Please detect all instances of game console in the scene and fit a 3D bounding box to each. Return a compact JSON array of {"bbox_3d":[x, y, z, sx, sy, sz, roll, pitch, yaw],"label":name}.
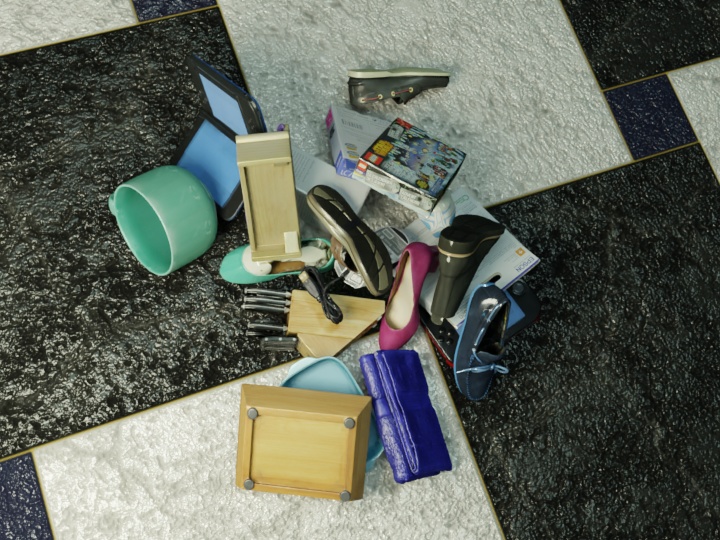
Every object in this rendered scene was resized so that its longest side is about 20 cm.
[{"bbox_3d":[-0.235,-0.210,1.477,0.118,0.172,0.199,-37,51,-19],"label":"game console"},{"bbox_3d":[0.188,0.051,1.577,0.198,0.031,0.178,-31,80,-19],"label":"game console"}]

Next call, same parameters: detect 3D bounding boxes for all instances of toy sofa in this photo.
[{"bbox_3d":[-0.138,-0.119,1.430,0.081,0.202,0.098,-6,43,-3],"label":"toy sofa"}]

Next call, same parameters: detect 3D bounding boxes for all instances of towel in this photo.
[{"bbox_3d":[0.077,0.219,1.452,0.147,0.049,0.203,3,66,-53],"label":"towel"}]

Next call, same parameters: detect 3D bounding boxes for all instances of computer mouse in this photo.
[{"bbox_3d":[0.000,0.000,1.503,0.199,0.044,0.110,-32,61,-25],"label":"computer mouse"}]

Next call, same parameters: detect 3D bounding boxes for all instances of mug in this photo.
[{"bbox_3d":[-0.305,-0.097,1.473,0.114,0.153,0.186,-31,74,-35],"label":"mug"}]

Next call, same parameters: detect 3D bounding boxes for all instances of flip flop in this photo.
[{"bbox_3d":[-0.021,-0.043,1.464,0.201,0.058,0.081,51,36,8],"label":"flip flop"}]

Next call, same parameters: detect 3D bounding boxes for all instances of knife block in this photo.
[{"bbox_3d":[-0.084,0.064,1.505,0.199,0.064,0.176,-38,83,-19],"label":"knife block"}]

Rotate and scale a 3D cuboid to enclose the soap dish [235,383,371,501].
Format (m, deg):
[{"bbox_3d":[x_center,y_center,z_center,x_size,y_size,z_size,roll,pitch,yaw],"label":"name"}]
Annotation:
[{"bbox_3d":[-0.087,0.258,1.390,0.196,0.081,0.160,6,99,2],"label":"soap dish"}]

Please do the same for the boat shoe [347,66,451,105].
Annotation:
[{"bbox_3d":[0.069,-0.328,1.668,0.198,0.074,0.064,-9,109,-23],"label":"boat shoe"}]

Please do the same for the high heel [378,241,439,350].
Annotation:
[{"bbox_3d":[0.061,0.047,1.477,0.067,0.095,0.202,40,112,27],"label":"high heel"}]

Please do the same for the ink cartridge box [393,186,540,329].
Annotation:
[{"bbox_3d":[0.162,-0.017,1.563,0.198,0.041,0.200,-35,64,-19],"label":"ink cartridge box"}]

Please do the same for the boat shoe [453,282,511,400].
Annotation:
[{"bbox_3d":[0.192,0.122,1.475,0.083,0.203,0.068,-17,31,-29],"label":"boat shoe"}]

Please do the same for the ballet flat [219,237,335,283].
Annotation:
[{"bbox_3d":[-0.130,-0.022,1.522,0.197,0.070,0.069,-7,79,-11],"label":"ballet flat"}]

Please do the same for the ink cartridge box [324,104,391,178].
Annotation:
[{"bbox_3d":[0.010,-0.196,1.558,0.118,0.042,0.201,13,34,-21],"label":"ink cartridge box"}]

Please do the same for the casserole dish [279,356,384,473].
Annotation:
[{"bbox_3d":[-0.042,0.220,1.441,0.120,0.039,0.202,-30,97,6],"label":"casserole dish"}]

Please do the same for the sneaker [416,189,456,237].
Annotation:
[{"bbox_3d":[0.117,-0.127,1.576,0.071,0.073,0.201,-5,34,0],"label":"sneaker"}]

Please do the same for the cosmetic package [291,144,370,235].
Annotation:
[{"bbox_3d":[-0.091,-0.138,1.552,0.198,0.102,0.072,28,68,-1],"label":"cosmetic package"}]

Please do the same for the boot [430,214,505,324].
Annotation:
[{"bbox_3d":[0.162,-0.006,1.496,0.077,0.141,0.199,20,22,27],"label":"boot"}]

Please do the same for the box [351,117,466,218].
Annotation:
[{"bbox_3d":[0.082,-0.168,1.498,0.135,0.040,0.200,28,33,5],"label":"box"}]
